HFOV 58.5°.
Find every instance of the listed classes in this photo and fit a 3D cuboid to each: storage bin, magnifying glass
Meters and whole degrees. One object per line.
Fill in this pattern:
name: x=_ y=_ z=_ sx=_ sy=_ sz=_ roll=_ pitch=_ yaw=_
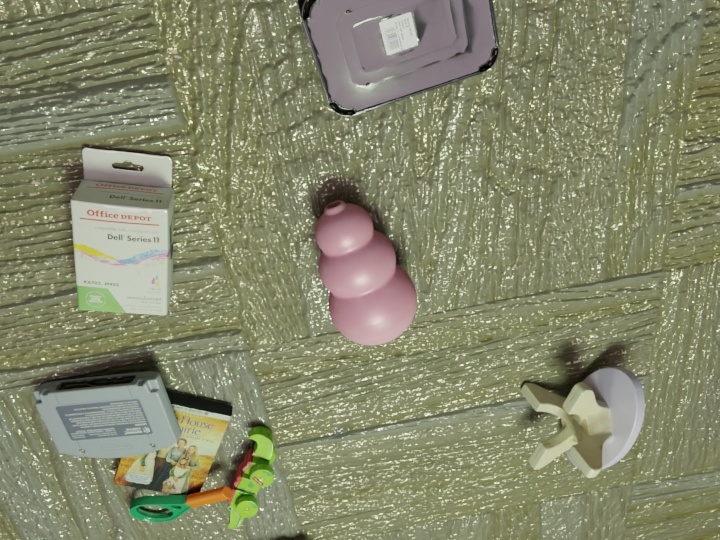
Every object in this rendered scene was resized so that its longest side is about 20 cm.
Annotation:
storage bin: x=0.040 y=-0.273 z=0.715 sx=0.198 sy=0.094 sz=0.136 roll=-18 pitch=123 yaw=2
magnifying glass: x=-0.305 y=0.394 z=1.088 sx=0.198 sy=0.023 sz=0.080 roll=-18 pitch=135 yaw=22

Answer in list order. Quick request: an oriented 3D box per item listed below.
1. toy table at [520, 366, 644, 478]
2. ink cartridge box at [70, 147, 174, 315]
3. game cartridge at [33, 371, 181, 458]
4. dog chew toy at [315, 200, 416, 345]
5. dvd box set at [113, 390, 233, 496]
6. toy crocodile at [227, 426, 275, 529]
toy table: x=0.358 y=0.248 z=1.049 sx=0.116 sy=0.184 sz=0.202 roll=0 pitch=115 yaw=-28
ink cartridge box: x=-0.300 y=-0.046 z=0.818 sx=0.116 sy=0.068 sz=0.202 roll=4 pitch=121 yaw=-11
game cartridge: x=-0.375 y=0.221 z=0.965 sx=0.198 sy=0.041 sz=0.134 roll=-6 pitch=113 yaw=9
dog chew toy: x=0.000 y=0.000 z=0.866 sx=0.123 sy=0.125 sz=0.201 roll=-20 pitch=114 yaw=4
dvd box set: x=-0.305 y=0.283 z=1.042 sx=0.145 sy=0.030 sz=0.201 roll=17 pitch=118 yaw=-18
toy crocodile: x=-0.188 y=0.351 z=1.081 sx=0.061 sy=0.068 sz=0.201 roll=20 pitch=115 yaw=-13
